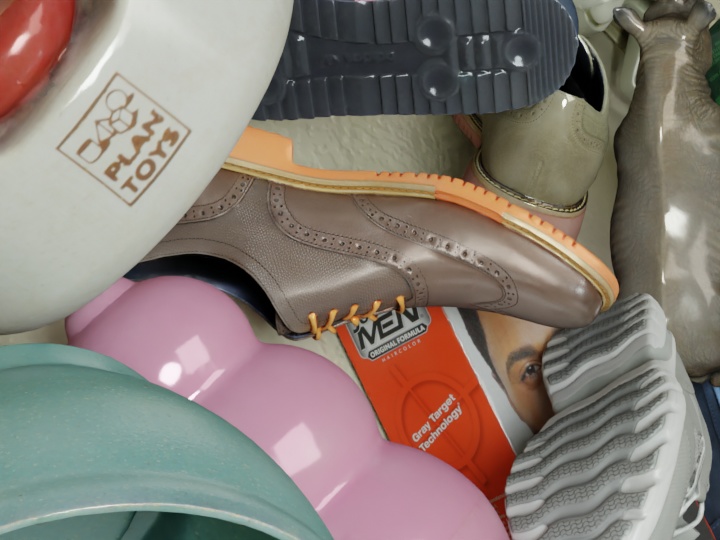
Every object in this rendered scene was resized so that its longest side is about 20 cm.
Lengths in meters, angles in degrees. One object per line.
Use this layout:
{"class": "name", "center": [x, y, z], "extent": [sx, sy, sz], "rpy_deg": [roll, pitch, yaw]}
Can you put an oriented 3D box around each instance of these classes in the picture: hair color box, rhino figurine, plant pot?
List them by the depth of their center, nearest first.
{"class": "plant pot", "center": [-0.102, 0.108, 0.923], "extent": [0.200, 0.200, 0.134], "rpy_deg": [26, 25, -34]}
{"class": "hair color box", "center": [0.078, 0.084, 1.199], "extent": [0.101, 0.061, 0.201], "rpy_deg": [-23, 84, -50]}
{"class": "rhino figurine", "center": [0.139, -0.046, 1.235], "extent": [0.087, 0.060, 0.201], "rpy_deg": [-11, 100, -68]}

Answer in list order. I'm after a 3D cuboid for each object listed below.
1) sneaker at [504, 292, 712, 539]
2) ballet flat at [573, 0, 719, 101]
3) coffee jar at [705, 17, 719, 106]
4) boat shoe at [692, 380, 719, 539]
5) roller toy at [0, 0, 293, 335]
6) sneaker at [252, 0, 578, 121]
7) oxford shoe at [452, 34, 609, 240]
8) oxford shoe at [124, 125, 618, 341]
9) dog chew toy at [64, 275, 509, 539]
{"class": "sneaker", "center": [0.111, 0.080, 1.104], "extent": [0.082, 0.075, 0.200], "rpy_deg": [57, 22, -15]}
{"class": "ballet flat", "center": [0.135, -0.123, 1.379], "extent": [0.200, 0.069, 0.070], "rpy_deg": [44, 43, -20]}
{"class": "coffee jar", "center": [0.226, -0.026, 1.302], "extent": [0.104, 0.085, 0.201], "rpy_deg": [19, 46, -57]}
{"class": "boat shoe", "center": [0.181, 0.049, 1.320], "extent": [0.084, 0.069, 0.201], "rpy_deg": [23, 53, -36]}
{"class": "roller toy", "center": [-0.119, -0.076, 0.993], "extent": [0.140, 0.182, 0.201], "rpy_deg": [38, 45, -25]}
{"class": "sneaker", "center": [-0.011, -0.102, 1.162], "extent": [0.082, 0.199, 0.070], "rpy_deg": [-75, 171, -68]}
{"class": "oxford shoe", "center": [0.084, -0.076, 1.241], "extent": [0.071, 0.074, 0.200], "rpy_deg": [18, 22, -8]}
{"class": "oxford shoe", "center": [0.000, 0.000, 1.114], "extent": [0.199, 0.071, 0.073], "rpy_deg": [14, 69, 9]}
{"class": "dog chew toy", "center": [-0.034, 0.085, 1.045], "extent": [0.200, 0.124, 0.125], "rpy_deg": [49, 41, -2]}
